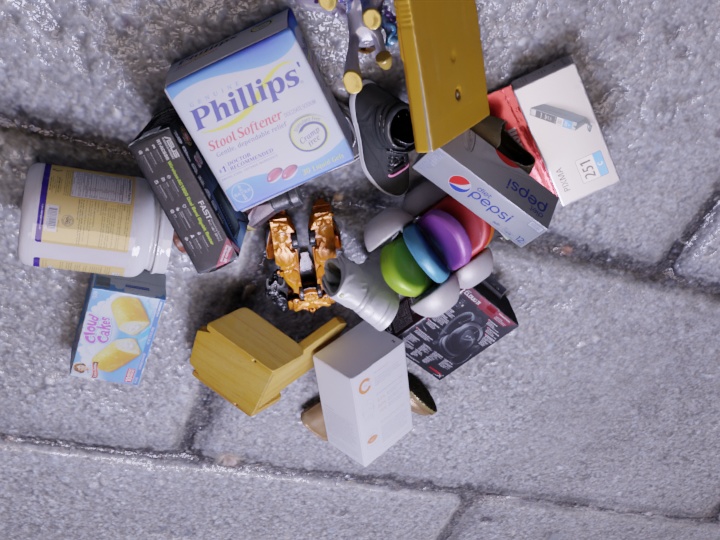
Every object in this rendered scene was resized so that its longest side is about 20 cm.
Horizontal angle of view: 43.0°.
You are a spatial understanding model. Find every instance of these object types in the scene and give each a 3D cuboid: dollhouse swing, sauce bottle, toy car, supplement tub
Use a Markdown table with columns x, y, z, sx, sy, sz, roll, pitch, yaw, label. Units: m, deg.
| x | y | z | sx | sy | sz | roll | pitch | yaw | label |
| --- | --- | --- | --- | --- | --- | --- | --- | --- | --- |
| -0.156 | 0.120 | 1.533 | 0.182 | 0.176 | 0.200 | 35 | 147 | 5 | dollhouse swing |
| -0.184 | -0.084 | 1.360 | 0.200 | 0.066 | 0.066 | -19 | 132 | 10 | sauce bottle |
| 0.120 | -0.043 | 1.351 | 0.175 | 0.200 | 0.150 | 55 | 147 | -1 | toy car |
| -0.369 | -0.067 | 1.286 | 0.200 | 0.145 | 0.146 | 7 | 129 | -18 | supplement tub |

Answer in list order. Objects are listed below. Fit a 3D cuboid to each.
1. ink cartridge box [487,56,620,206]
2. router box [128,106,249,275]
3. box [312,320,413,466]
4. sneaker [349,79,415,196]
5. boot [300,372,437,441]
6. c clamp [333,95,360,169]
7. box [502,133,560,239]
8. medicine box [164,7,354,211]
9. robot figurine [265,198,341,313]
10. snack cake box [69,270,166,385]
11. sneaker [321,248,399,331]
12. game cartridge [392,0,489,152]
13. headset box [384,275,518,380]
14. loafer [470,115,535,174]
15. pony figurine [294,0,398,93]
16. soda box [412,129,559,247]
| x | y | z | sx | sy | sz | roll | pitch | yaw | label |
| --- | --- | --- | --- | --- | --- | --- | --- | --- | --- |
| 0.262 | -0.184 | 1.338 | 0.176 | 0.045 | 0.200 | -23 | 114 | 13 | ink cartridge box |
| -0.225 | -0.113 | 1.233 | 0.062 | 0.150 | 0.200 | -22 | 112 | 8 | router box |
| 0.007 | 0.208 | 1.550 | 0.124 | 0.097 | 0.200 | -33 | 131 | -33 | box |
| 0.049 | -0.170 | 1.305 | 0.071 | 0.099 | 0.200 | -36 | 133 | -17 | sneaker |
| 0.017 | 0.260 | 1.715 | 0.200 | 0.066 | 0.175 | -40 | 115 | 21 | boot |
| -0.090 | -0.192 | 1.313 | 0.200 | 0.027 | 0.171 | -17 | 133 | 2 | c clamp |
| 0.265 | -0.151 | 1.421 | 0.200 | 0.036 | 0.144 | -37 | 127 | 18 | box |
| -0.131 | -0.212 | 1.217 | 0.182 | 0.103 | 0.200 | -23 | 121 | 9 | medicine box |
| -0.085 | -0.015 | 1.450 | 0.145 | 0.058 | 0.200 | -8 | 131 | -5 | robot figurine |
| -0.392 | 0.088 | 1.471 | 0.115 | 0.067 | 0.200 | 10 | 128 | -21 | snack cake box |
| 0.000 | 0.000 | 1.405 | 0.116 | 0.200 | 0.074 | 32 | 113 | -16 | sneaker |
| 0.105 | -0.271 | 1.165 | 0.032 | 0.176 | 0.200 | 2 | 114 | 33 | game cartridge |
| 0.161 | 0.081 | 1.574 | 0.200 | 0.077 | 0.149 | -39 | 127 | 20 | headset box |
| 0.173 | -0.197 | 1.304 | 0.200 | 0.076 | 0.067 | 38 | 136 | -15 | loafer |
| -0.010 | -0.332 | 1.123 | 0.166 | 0.200 | 0.193 | -14 | 117 | 10 | pony figurine |
| 0.175 | -0.123 | 1.270 | 0.200 | 0.068 | 0.063 | 35 | 144 | -11 | soda box |
